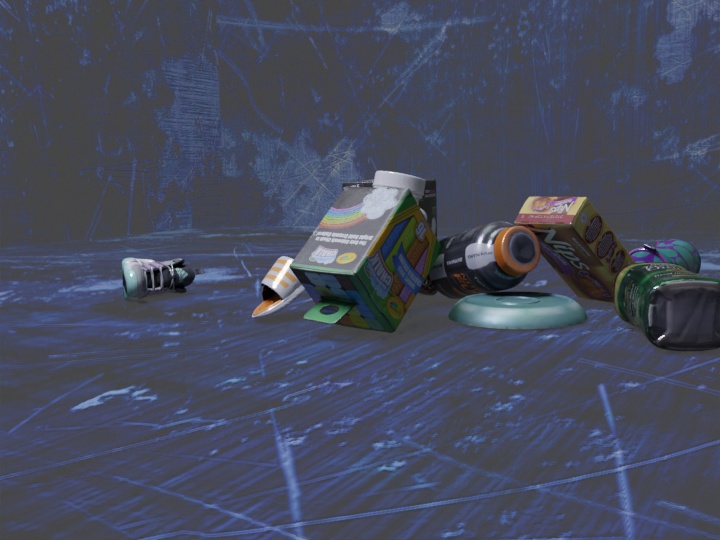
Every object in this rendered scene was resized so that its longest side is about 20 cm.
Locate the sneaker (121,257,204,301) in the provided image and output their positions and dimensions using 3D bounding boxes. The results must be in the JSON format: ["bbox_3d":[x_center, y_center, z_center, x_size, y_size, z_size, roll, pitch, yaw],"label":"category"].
[{"bbox_3d":[-0.354,0.009,1.415,0.138,0.079,0.200,-3,7,-9],"label":"sneaker"}]

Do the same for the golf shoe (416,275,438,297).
[{"bbox_3d":[0.037,0.009,1.341,0.198,0.092,0.073,17,50,-1],"label":"golf shoe"}]

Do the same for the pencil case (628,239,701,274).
[{"bbox_3d":[0.514,-0.007,1.338,0.092,0.086,0.199,36,26,29],"label":"pencil case"}]

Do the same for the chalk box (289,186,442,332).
[{"bbox_3d":[0.000,0.000,1.059,0.124,0.124,0.201,7,54,42],"label":"chalk box"}]

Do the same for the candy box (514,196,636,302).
[{"bbox_3d":[0.341,-0.031,1.203,0.200,0.057,0.116,42,-18,-30],"label":"candy box"}]

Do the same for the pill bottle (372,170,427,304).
[{"bbox_3d":[0.045,-0.050,1.231,0.109,0.202,0.111,11,1,0],"label":"pill bottle"}]

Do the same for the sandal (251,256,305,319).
[{"bbox_3d":[-0.101,-0.002,1.198,0.206,0.060,0.079,-42,16,-31],"label":"sandal"}]

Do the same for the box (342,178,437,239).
[{"bbox_3d":[0.056,-0.066,1.438,0.147,0.203,0.124,2,7,23],"label":"box"}]

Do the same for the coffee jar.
[{"bbox_3d":[0.380,0.039,0.967,0.103,0.086,0.200,-1,6,5],"label":"coffee jar"}]

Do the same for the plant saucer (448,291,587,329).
[{"bbox_3d":[0.226,0.054,1.130,0.198,0.028,0.200,-2,7,0],"label":"plant saucer"}]

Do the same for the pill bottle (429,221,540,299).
[{"bbox_3d":[0.196,-0.018,1.231,0.105,0.108,0.200,-4,-6,-25],"label":"pill bottle"}]
